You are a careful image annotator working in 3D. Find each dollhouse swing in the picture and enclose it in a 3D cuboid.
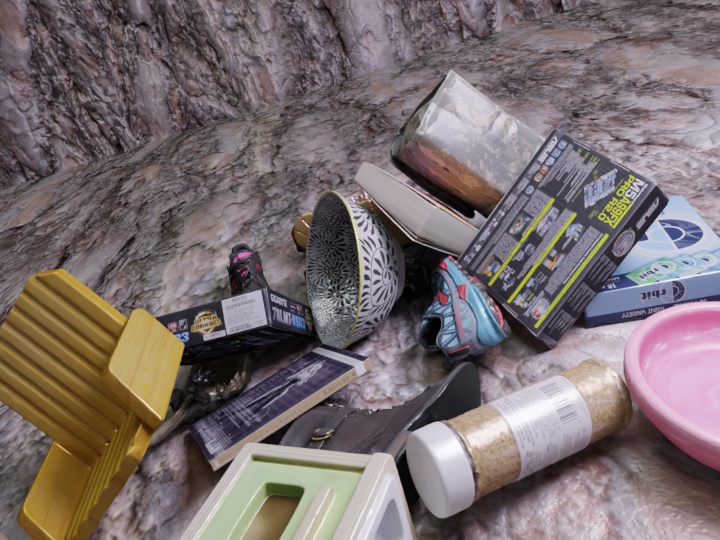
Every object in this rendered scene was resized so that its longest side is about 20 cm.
[{"bbox_3d":[-0.306,0.133,0.624,0.202,0.174,0.183,-51,20,15],"label":"dollhouse swing"}]

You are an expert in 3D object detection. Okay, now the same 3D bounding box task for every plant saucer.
[{"bbox_3d":[0.321,0.100,0.512,0.193,0.052,0.202,-7,30,4],"label":"plant saucer"}]

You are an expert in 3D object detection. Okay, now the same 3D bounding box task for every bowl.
[{"bbox_3d":[0.000,0.000,0.816,0.091,0.208,0.200,-2,18,-24],"label":"bowl"}]

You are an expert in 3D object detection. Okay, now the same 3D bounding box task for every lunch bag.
[{"bbox_3d":[0.132,-0.160,0.869,0.120,0.161,0.200,-59,8,-9],"label":"lunch bag"}]

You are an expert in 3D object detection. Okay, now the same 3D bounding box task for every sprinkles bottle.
[{"bbox_3d":[0.136,0.137,0.524,0.194,0.070,0.068,-16,24,-21],"label":"sprinkles bottle"}]

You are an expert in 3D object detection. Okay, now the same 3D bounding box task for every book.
[{"bbox_3d":[0.094,-0.072,0.808,0.197,0.049,0.133,17,22,-50],"label":"book"}]

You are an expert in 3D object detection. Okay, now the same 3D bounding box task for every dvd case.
[{"bbox_3d":[-0.095,0.146,0.705,0.197,0.016,0.148,-30,11,-22],"label":"dvd case"}]

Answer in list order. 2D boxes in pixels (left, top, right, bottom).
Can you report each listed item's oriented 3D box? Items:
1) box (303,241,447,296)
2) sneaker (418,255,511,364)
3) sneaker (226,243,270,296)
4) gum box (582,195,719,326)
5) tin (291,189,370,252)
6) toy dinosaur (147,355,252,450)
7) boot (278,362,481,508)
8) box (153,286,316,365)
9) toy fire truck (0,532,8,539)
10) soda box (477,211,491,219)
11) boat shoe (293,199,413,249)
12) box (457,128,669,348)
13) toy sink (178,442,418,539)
[{"bbox_3d":[0.031,-0.021,0.959,0.194,0.050,0.159,-3,29,28],"label":"box"},{"bbox_3d":[0.102,0.047,0.743,0.094,0.080,0.200,-36,13,3],"label":"sneaker"},{"bbox_3d":[-0.183,0.015,0.983,0.075,0.086,0.200,-22,26,-11],"label":"sneaker"},{"bbox_3d":[0.340,-0.018,0.760,0.164,0.046,0.202,-11,27,14],"label":"gum box"},{"bbox_3d":[-0.029,-0.092,1.079,0.195,0.043,0.112,-25,-9,-15],"label":"tin"},{"bbox_3d":[-0.207,0.155,0.731,0.197,0.090,0.047,-31,53,-23],"label":"toy dinosaur"},{"bbox_3d":[0.013,0.150,0.620,0.171,0.071,0.198,-3,22,43],"label":"boot"},{"bbox_3d":[-0.172,0.078,0.777,0.192,0.051,0.200,-13,-11,9],"label":"box"},{"bbox_3d":[-0.424,0.314,0.529,0.195,0.131,0.177,-26,24,11],"label":"toy fire truck"},{"bbox_3d":[0.230,-0.081,0.868,0.069,0.063,0.200,-55,15,8],"label":"soda box"},{"bbox_3d":[0.000,-0.067,0.929,0.193,0.074,0.069,-2,0,2],"label":"boat shoe"},{"bbox_3d":[0.223,-0.042,0.715,0.202,0.044,0.160,-55,42,10],"label":"box"},{"bbox_3d":[-0.025,0.216,0.455,0.194,0.115,0.131,-2,30,28],"label":"toy sink"}]
